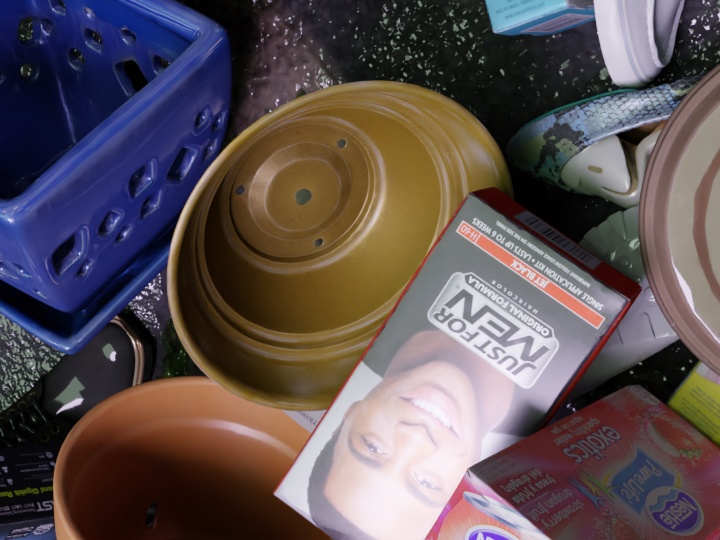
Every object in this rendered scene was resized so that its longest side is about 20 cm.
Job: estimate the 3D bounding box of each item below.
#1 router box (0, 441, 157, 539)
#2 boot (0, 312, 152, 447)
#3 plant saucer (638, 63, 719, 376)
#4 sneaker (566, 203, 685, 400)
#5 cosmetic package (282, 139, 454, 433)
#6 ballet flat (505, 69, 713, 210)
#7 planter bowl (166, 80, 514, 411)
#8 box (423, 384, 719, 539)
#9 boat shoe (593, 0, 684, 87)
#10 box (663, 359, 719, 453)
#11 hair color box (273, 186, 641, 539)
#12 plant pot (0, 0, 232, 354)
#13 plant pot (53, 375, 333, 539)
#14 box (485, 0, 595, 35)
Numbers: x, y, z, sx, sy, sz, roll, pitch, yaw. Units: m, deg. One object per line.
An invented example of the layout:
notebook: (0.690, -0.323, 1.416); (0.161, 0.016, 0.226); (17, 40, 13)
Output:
router box: (-0.257, 0.191, 0.940); (0.150, 0.200, 0.062); (-44, 63, 30)
boot: (-0.252, 0.121, 0.964); (0.077, 0.138, 0.200); (46, 116, 19)
plant saucer: (0.238, -0.023, 0.638); (0.200, 0.029, 0.200); (3, 100, 17)
sneaker: (0.151, 0.021, 0.739); (0.200, 0.080, 0.077); (-32, 66, 29)
cosmetic package: (0.000, 0.000, 0.830); (0.103, 0.073, 0.200); (34, 113, 21)
ballet flat: (0.170, -0.070, 0.710); (0.200, 0.074, 0.074); (-17, 89, 34)
planter bowl: (-0.020, -0.026, 0.721); (0.083, 0.200, 0.201); (53, 127, 53)
box: (0.114, 0.141, 0.657); (0.095, 0.200, 0.103); (38, 116, 24)
boat shoe: (0.172, -0.200, 0.699); (0.068, 0.072, 0.200); (8, 93, 31)
box: (0.243, 0.076, 0.711); (0.117, 0.048, 0.200); (42, 119, 19)
hair color box: (0.051, 0.065, 0.689); (0.101, 0.061, 0.200); (35, 106, 11)
plant pot: (-0.209, -0.075, 0.859); (0.200, 0.200, 0.180); (28, 148, 24)
plant pot: (-0.108, 0.188, 0.872); (0.200, 0.200, 0.140); (32, 131, 23)
box: (0.087, -0.237, 0.729); (0.049, 0.082, 0.200); (-15, 90, 33)
